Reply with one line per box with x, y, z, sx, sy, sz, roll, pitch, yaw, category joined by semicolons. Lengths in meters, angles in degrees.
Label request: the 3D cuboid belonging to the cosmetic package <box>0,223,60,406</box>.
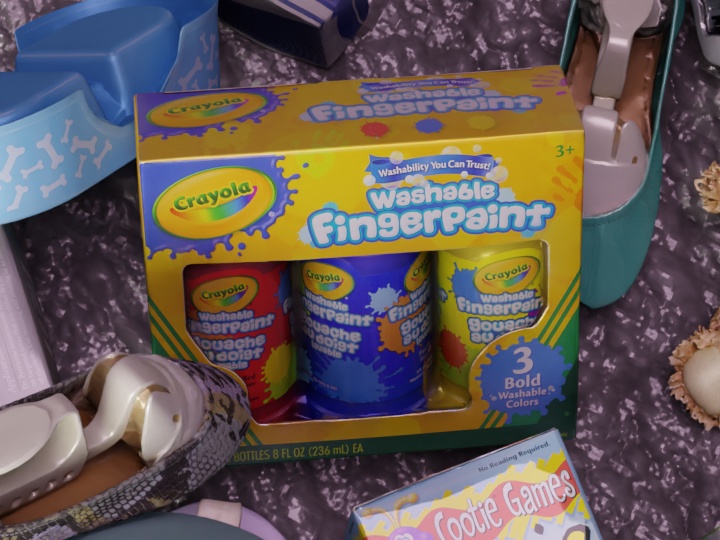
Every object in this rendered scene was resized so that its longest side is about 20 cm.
-0.246;0.049;1.120;0.199;0.090;0.107;-17;77;-4;cosmetic package

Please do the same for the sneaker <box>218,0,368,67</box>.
-0.070;-0.200;1.194;0.199;0.081;0.115;33;78;7;sneaker

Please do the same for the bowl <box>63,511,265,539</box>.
-0.085;0.191;0.962;0.199;0.105;0.202;1;76;-3;bowl

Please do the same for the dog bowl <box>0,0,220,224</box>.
-0.141;-0.078;1.123;0.200;0.111;0.050;-39;123;-45;dog bowl

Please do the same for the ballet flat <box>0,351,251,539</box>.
-0.115;0.072;0.997;0.200;0.072;0.072;-24;76;-40;ballet flat

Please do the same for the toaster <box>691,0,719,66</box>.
0.232;-0.153;1.140;0.128;0.200;0.114;-12;98;-6;toaster

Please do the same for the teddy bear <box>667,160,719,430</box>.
0.230;0.000;1.174;0.144;0.067;0.201;10;82;9;teddy bear

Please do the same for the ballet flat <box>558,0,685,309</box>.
0.119;-0.085;1.178;0.067;0.070;0.201;7;75;12;ballet flat

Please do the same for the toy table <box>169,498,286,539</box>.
-0.078;0.199;1.073;0.183;0.117;0.201;-2;77;-3;toy table

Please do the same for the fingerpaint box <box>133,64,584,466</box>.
0.000;0.000;1.102;0.199;0.073;0.168;-4;120;-5;fingerpaint box

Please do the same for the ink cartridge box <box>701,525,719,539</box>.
0.283;0.152;1.120;0.199;0.084;0.146;-21;77;-8;ink cartridge box

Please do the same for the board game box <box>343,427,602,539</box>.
0.076;0.191;1.089;0.102;0.105;0.201;-20;77;-7;board game box
